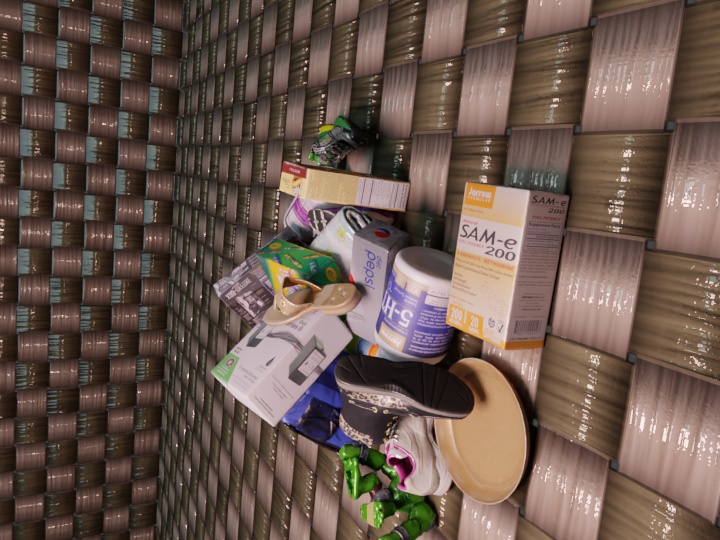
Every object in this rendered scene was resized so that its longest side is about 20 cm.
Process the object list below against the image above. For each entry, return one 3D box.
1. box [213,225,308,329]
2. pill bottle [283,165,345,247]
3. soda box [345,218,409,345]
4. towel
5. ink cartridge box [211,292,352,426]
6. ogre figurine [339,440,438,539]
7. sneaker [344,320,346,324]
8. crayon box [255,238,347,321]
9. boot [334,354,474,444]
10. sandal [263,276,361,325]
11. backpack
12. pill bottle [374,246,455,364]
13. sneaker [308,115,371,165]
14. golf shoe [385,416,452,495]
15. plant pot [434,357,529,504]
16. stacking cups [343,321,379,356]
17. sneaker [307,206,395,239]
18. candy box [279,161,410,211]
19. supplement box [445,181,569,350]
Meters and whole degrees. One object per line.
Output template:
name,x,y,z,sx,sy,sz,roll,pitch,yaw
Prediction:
box,-0.178,0.028,1.272,0.200,0.158,0.050,-39,39,-1
pill bottle,-0.096,-0.118,1.291,0.200,0.112,0.113,-50,47,49
soda box,0.025,0.022,0.986,0.068,0.063,0.201,27,133,25
towel,0.000,0.000,1.083,0.200,0.048,0.171,52,144,2
ink cartridge box,-0.133,0.142,1.036,0.146,0.200,0.084,13,145,53
ogre figurine,0.047,0.363,0.998,0.200,0.120,0.099,30,111,56
sneaker,-0.053,0.031,1.236,0.115,0.080,0.200,17,105,59
crayon box,-0.104,0.019,1.141,0.200,0.058,0.119,19,141,50
boot,0.059,0.205,0.914,0.154,0.203,0.074,94,-169,-45
sandal,-0.097,0.035,0.995,0.211,0.070,0.078,-9,38,39
backpack,-0.054,0.234,1.117,0.168,0.200,0.162,-50,31,1
pill bottle,0.087,0.076,0.937,0.120,0.119,0.201,48,130,52
sneaker,-0.044,-0.246,1.214,0.085,0.078,0.200,-60,20,-10
golf shoe,0.076,0.264,0.980,0.075,0.091,0.200,-65,35,39
plant pot,0.173,0.225,0.868,0.200,0.027,0.201,-1,88,62
stacking cups,0.021,0.144,1.115,0.200,0.060,0.061,20,107,60
sneaker,-0.018,-0.086,1.151,0.199,0.083,0.081,6,114,40
candy box,-0.028,-0.147,1.071,0.115,0.199,0.056,29,113,58
supplement box,0.188,-0.010,0.802,0.126,0.073,0.201,22,108,59
